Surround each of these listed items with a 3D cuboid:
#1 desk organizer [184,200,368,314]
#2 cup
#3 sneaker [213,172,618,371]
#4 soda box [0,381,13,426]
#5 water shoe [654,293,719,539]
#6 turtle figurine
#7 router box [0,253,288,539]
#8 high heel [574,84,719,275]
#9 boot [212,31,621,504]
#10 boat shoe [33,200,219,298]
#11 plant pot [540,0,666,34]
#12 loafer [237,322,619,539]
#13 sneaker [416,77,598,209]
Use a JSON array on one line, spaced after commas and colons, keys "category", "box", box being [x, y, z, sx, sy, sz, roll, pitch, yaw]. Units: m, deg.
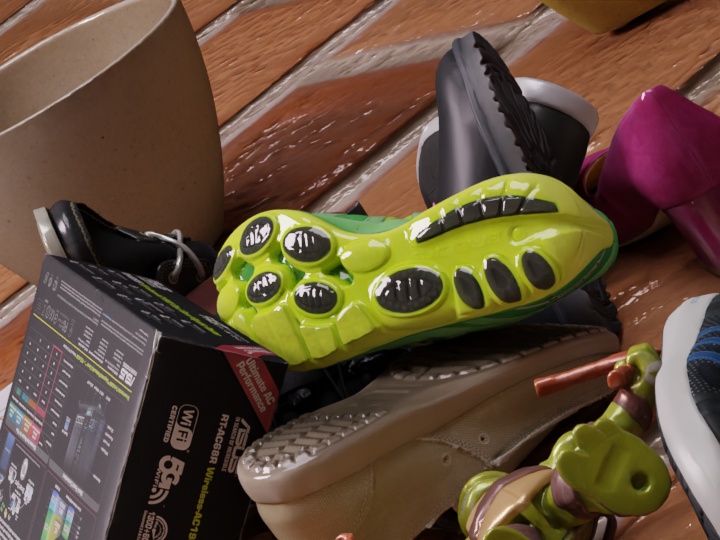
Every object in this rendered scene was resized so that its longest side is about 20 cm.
[{"category": "desk organizer", "box": [-0.072, 0.052, 1.488, 0.200, 0.072, 0.077, -38, 16, -24]}, {"category": "cup", "box": [-0.163, -0.060, 1.832, 0.200, 0.143, 0.200, -28, 18, 10]}, {"category": "sneaker", "box": [0.023, 0.006, 1.289, 0.200, 0.074, 0.084, -8, -11, 33]}, {"category": "soda box", "box": [-0.191, 0.118, 1.503, 0.200, 0.068, 0.064, -39, 19, -24]}, {"category": "water shoe", "box": [0.156, 0.048, 1.113, 0.079, 0.072, 0.200, -23, 20, 12]}, {"category": "turtle figurine", "box": [0.057, 0.102, 1.132, 0.200, 0.064, 0.161, -36, 4, -8]}, {"category": "router box", "box": [-0.107, 0.086, 1.310, 0.200, 0.062, 0.150, -152, 77, -68]}, {"category": "high heel", "box": [0.129, -0.058, 1.411, 0.067, 0.096, 0.200, -32, 17, -2]}, {"category": "boot", "box": [0.000, 0.001, 1.384, 0.200, 0.165, 0.066, -27, -22, 16]}, {"category": "boat shoe", "box": [-0.110, -0.001, 1.545, 0.068, 0.072, 0.200, -31, -24, 10]}, {"category": "plant pot", "box": [0.144, -0.261, 1.784, 0.194, 0.200, 0.196, -27, 18, 11]}, {"category": "loafer", "box": [0.033, 0.075, 1.257, 0.200, 0.068, 0.076, -22, 16, -35]}, {"category": "sneaker", "box": [0.055, -0.025, 1.488, 0.099, 0.071, 0.200, -67, 8, -16]}]
